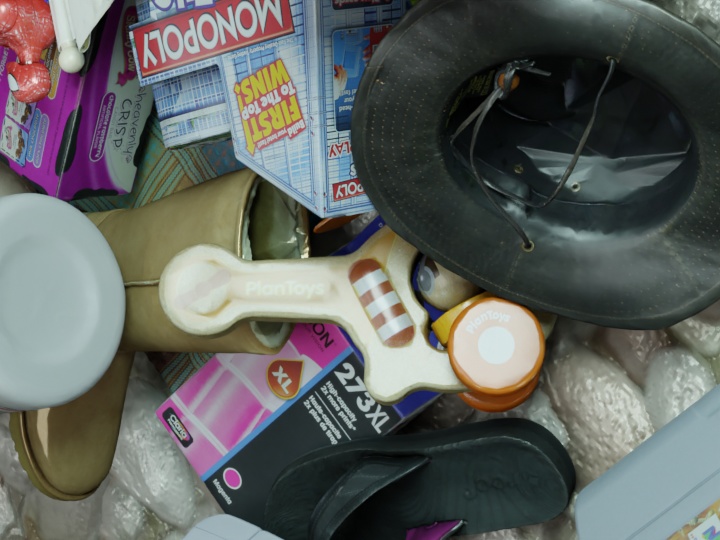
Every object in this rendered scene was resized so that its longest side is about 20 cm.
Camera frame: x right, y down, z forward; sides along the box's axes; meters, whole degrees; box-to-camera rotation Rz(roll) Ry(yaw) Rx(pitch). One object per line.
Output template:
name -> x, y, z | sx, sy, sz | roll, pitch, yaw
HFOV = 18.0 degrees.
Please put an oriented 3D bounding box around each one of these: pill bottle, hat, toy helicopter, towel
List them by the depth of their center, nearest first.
hat -> 0.100, -0.069, 1.034 | 0.199, 0.081, 0.202 | 9, 128, 11
toy helicopter -> 0.000, 0.000, 1.117 | 0.198, 0.079, 0.133 | 0, 80, 3
pill bottle -> -0.228, 0.025, 1.233 | 0.199, 0.112, 0.113 | -9, 95, 46
towel -> -0.095, -0.039, 1.273 | 0.147, 0.022, 0.200 | 51, 129, 20

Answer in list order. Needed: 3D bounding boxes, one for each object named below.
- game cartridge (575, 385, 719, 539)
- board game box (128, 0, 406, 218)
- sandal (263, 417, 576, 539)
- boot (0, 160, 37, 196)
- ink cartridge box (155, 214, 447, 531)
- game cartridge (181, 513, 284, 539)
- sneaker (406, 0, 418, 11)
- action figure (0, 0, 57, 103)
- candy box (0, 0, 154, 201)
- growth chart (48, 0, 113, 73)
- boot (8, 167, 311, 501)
game cartridge -> 0.173, 0.153, 1.003 | 0.133, 0.041, 0.201 | -38, 52, 20
board game box -> -0.048, -0.120, 1.090 | 0.199, 0.061, 0.201 | -10, 91, 50
sandal -> 0.018, 0.123, 1.173 | 0.200, 0.048, 0.075 | -21, 114, 39
boot -> -0.279, -0.042, 1.346 | 0.200, 0.146, 0.070 | 54, 141, 21
ink cartridge box -> -0.025, 0.062, 1.223 | 0.200, 0.037, 0.095 | -42, 80, 38
game cartridge -> -0.012, 0.213, 1.217 | 0.199, 0.041, 0.134 | 30, 143, 33
sneaker -> -0.016, -0.166, 1.144 | 0.199, 0.071, 0.083 | 39, 132, 33
action figure -> -0.208, -0.175, 1.215 | 0.052, 0.065, 0.201 | -34, 68, 19
candy box -> -0.194, -0.144, 1.293 | 0.200, 0.061, 0.137 | 36, 120, 36
growth chart -> -0.128, -0.189, 1.127 | 0.200, 0.018, 0.146 | -35, 59, 59
boot -> -0.111, 0.038, 1.227 | 0.199, 0.066, 0.176 | -5, 86, 48
